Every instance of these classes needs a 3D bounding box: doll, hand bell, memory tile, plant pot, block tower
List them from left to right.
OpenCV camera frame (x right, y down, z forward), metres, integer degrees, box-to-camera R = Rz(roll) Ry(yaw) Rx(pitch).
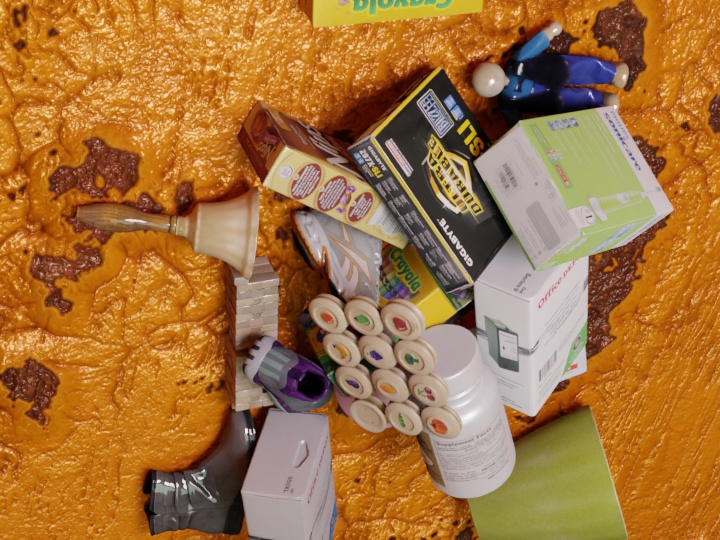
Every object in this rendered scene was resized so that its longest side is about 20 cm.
[{"bbox_3d":[-0.216,-0.051,1.457,0.197,0.105,0.105,6,119,-12],"label":"hand bell"},{"bbox_3d":[-0.131,0.077,1.580,0.057,0.054,0.203,-9,124,-17],"label":"block tower"},{"bbox_3d":[0.027,0.110,1.465,0.017,0.151,0.202,-52,133,-38],"label":"memory tile"},{"bbox_3d":[0.249,0.305,1.819,0.197,0.188,0.189,-17,127,7],"label":"plant pot"},{"bbox_3d":[0.217,-0.223,1.532,0.197,0.049,0.138,-1,120,-25],"label":"doll"}]

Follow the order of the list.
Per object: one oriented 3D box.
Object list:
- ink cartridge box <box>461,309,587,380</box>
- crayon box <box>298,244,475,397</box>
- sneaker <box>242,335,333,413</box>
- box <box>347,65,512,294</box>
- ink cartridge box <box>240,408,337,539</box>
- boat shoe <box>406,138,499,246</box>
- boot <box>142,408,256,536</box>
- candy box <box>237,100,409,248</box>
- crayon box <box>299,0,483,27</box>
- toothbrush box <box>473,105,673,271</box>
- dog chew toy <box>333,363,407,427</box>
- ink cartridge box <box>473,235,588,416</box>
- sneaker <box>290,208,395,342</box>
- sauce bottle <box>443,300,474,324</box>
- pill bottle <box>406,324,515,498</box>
[{"bbox_3d":[0.215,0.073,1.721,0.160,0.050,0.202,-19,129,-10],"label":"ink cartridge box"},{"bbox_3d":[0.030,0.043,1.579,0.199,0.126,0.052,-38,127,4],"label":"crayon box"},{"bbox_3d":[-0.065,0.143,1.572,0.075,0.087,0.200,-62,152,-4],"label":"sneaker"},{"bbox_3d":[0.093,-0.102,1.461,0.049,0.160,0.201,-22,109,45],"label":"box"},{"bbox_3d":[-0.086,0.297,1.659,0.083,0.146,0.202,5,130,10],"label":"ink cartridge box"},{"bbox_3d":[0.112,-0.086,1.565,0.198,0.068,0.073,-28,127,-3],"label":"boat shoe"},{"bbox_3d":[-0.205,0.259,1.660,0.130,0.070,0.203,3,115,-18],"label":"boot"},{"bbox_3d":[-0.032,-0.106,1.464,0.198,0.117,0.057,21,112,-32],"label":"candy box"},{"bbox_3d":[0.038,-0.354,1.371,0.197,0.058,0.175,-9,123,-17],"label":"crayon box"},{"bbox_3d":[0.244,-0.096,1.486,0.198,0.147,0.086,-16,162,-46],"label":"toothbrush box"},{"bbox_3d":[0.062,0.145,1.664,0.198,0.125,0.125,17,114,-38],"label":"dog chew toy"},{"bbox_3d":[0.209,0.050,1.587,0.146,0.083,0.202,-46,145,-34],"label":"ink cartridge box"},{"bbox_3d":[0.000,0.000,1.511,0.091,0.202,0.076,-27,165,-13],"label":"sneaker"},{"bbox_3d":[0.133,0.007,1.631,0.065,0.066,0.201,22,108,-31],"label":"sauce bottle"},{"bbox_3d":[0.115,0.166,1.560,0.113,0.115,0.202,-23,130,-6],"label":"pill bottle"}]
